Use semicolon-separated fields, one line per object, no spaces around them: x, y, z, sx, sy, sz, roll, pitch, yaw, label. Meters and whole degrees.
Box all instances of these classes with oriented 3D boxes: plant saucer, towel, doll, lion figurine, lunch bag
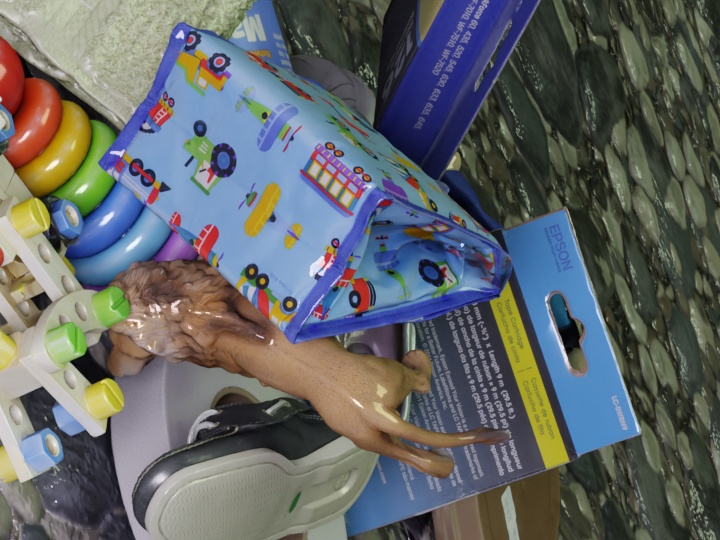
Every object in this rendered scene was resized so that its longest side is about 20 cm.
0.093;0.138;1.915;0.200;0.029;0.201;-3;90;-68;plant saucer
-0.118;-0.179;1.562;0.148;0.036;0.200;37;62;-6;towel
0.108;0.014;1.981;0.200;0.048;0.137;52;-15;27;doll
-0.030;0.047;1.467;0.122;0.200;0.073;20;89;-66;lion figurine
-0.010;-0.045;1.507;0.151;0.094;0.200;41;21;25;lunch bag

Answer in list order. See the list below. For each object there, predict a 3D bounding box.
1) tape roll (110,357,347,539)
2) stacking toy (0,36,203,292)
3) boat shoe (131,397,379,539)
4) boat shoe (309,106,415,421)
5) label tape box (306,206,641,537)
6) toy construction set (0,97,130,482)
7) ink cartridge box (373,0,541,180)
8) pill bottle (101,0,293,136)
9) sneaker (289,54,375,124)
-0.070;0.119;1.597;0.203;0.037;0.203;51;28;-40;tape roll
-0.156;-0.051;1.503;0.200;0.085;0.086;43;33;-35;stacking toy
-0.065;0.104;1.510;0.068;0.072;0.200;36;20;21;boat shoe
-0.001;0.001;1.678;0.074;0.065;0.203;-1;82;-21;boat shoe
0.062;0.061;1.737;0.063;0.200;0.145;-1;72;-71;label tape box
-0.179;-0.010;1.391;0.131;0.092;0.200;-75;150;-56;toy construction set
0.063;-0.170;1.712;0.047;0.198;0.200;22;32;-10;ink cartridge box
-0.089;-0.093;1.634;0.112;0.112;0.201;0;71;-67;pill bottle
-0.045;-0.080;1.784;0.099;0.078;0.200;25;28;-24;sneaker
